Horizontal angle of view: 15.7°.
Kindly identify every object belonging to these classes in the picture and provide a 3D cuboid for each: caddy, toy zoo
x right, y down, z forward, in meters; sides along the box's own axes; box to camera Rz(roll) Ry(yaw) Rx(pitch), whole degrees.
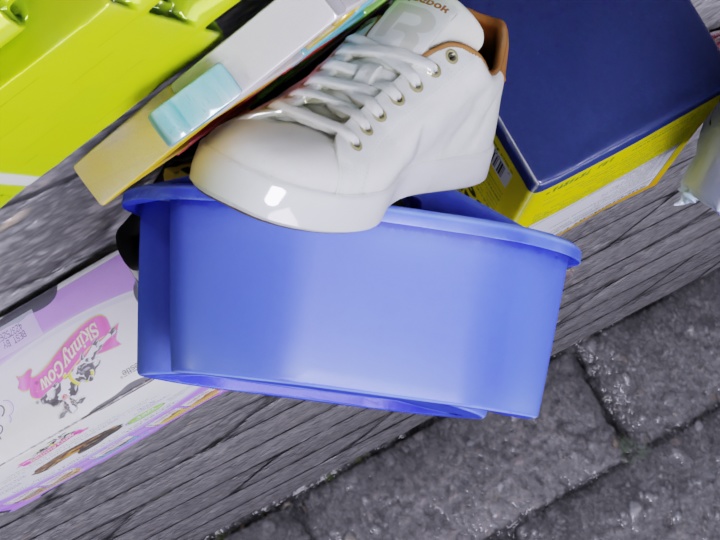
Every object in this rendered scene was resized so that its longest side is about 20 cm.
[{"bbox_3d":[-0.005,0.002,1.106,0.199,0.106,0.141,8,175,-17],"label":"caddy"},{"bbox_3d":[-0.031,-0.087,0.994,0.131,0.021,0.200,-35,-177,33],"label":"toy zoo"}]

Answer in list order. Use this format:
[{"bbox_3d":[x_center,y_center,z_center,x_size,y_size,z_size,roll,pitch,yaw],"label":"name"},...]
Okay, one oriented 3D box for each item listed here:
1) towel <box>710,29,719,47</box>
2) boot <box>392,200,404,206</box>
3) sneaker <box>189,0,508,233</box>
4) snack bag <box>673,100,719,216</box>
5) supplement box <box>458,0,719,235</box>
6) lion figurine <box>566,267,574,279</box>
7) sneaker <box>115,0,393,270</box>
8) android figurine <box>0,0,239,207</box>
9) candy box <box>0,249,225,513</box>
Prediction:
[{"bbox_3d":[0.219,-0.119,1.829,0.200,0.030,0.146,-36,169,40],"label":"towel"},{"bbox_3d":[0.046,-0.047,1.511,0.199,0.073,0.144,-24,175,19],"label":"boot"},{"bbox_3d":[-0.001,-0.070,1.024,0.200,0.073,0.085,-24,133,-61],"label":"sneaker"},{"bbox_3d":[0.191,-0.116,1.167,0.189,0.021,0.201,-74,-176,-85],"label":"snack bag"},{"bbox_3d":[0.090,-0.086,1.262,0.108,0.110,0.200,-28,171,-10],"label":"supplement box"},{"bbox_3d":[0.000,0.000,1.365,0.199,0.073,0.122,12,-153,23],"label":"lion figurine"},{"bbox_3d":[-0.040,-0.049,1.170,0.090,0.070,0.200,-18,166,-37],"label":"sneaker"},{"bbox_3d":[-0.121,-0.062,0.884,0.200,0.041,0.182,-35,172,14],"label":"android figurine"},{"bbox_3d":[-0.164,0.066,1.425,0.167,0.072,0.200,-29,172,4],"label":"candy box"}]
